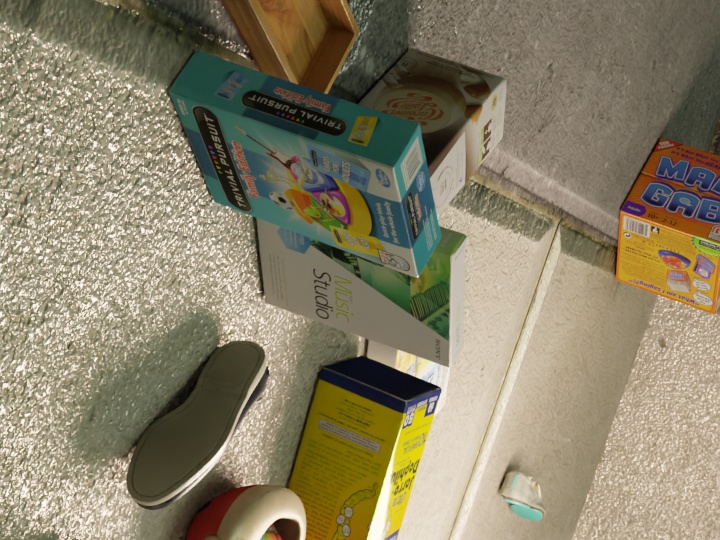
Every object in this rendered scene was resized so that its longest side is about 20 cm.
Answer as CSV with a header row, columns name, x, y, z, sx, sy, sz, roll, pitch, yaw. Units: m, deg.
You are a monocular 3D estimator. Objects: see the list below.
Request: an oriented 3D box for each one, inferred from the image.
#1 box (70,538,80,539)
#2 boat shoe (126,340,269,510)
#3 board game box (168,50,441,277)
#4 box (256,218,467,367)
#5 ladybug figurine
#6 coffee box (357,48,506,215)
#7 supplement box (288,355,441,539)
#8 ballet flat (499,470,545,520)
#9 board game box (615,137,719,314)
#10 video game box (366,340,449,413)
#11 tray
name,x,y,z,sx,sy,sz,roll,pitch,yaw
box,-0.225,0.368,1.210,0.200,0.130,0.200,-53,153,-35
boat shoe,-0.138,0.148,1.309,0.200,0.072,0.063,-56,152,-43
board game box,-0.041,-0.082,1.165,0.047,0.199,0.151,-59,156,-25
box,0.000,0.000,1.336,0.036,0.199,0.145,-55,154,-39
ladybug figurine,-0.118,0.271,1.461,0.136,0.072,0.200,-66,159,-8
coffee box,0.053,-0.127,1.469,0.200,0.114,0.080,-51,152,-41
supplement box,-0.001,0.211,1.640,0.109,0.109,0.201,-11,119,-65
ballet flat,0.288,0.387,2.549,0.200,0.067,0.064,50,55,-66
board game box,0.602,-0.082,2.708,0.200,0.199,0.200,-56,155,-32
video game box,0.060,0.123,1.799,0.182,0.047,0.201,-45,148,-52
tray,-0.059,-0.218,1.231,0.099,0.037,0.200,-63,157,-16
